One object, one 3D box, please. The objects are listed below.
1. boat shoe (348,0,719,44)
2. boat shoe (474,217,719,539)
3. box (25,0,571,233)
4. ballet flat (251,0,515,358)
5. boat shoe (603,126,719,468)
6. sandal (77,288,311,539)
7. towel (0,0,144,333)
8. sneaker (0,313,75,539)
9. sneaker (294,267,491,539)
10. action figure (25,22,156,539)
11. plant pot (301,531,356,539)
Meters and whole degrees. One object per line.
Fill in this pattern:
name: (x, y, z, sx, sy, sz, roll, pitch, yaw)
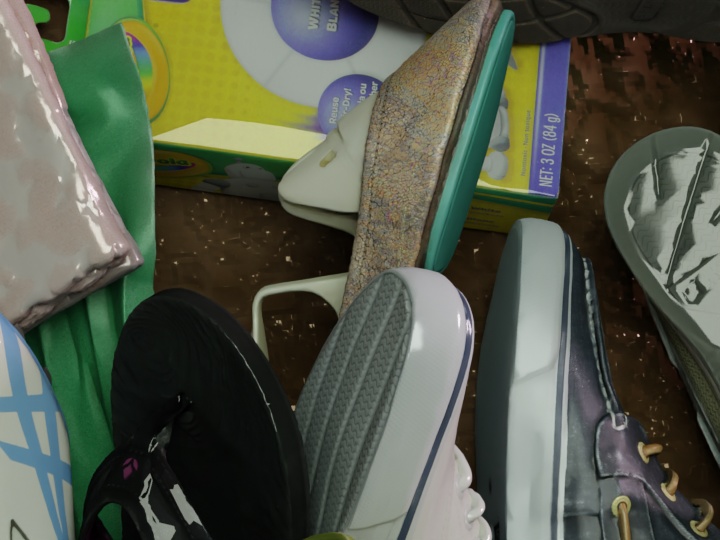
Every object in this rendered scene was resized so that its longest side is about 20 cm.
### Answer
boat shoe: (0.074, -0.124, 0.974, 0.199, 0.076, 0.072, 3, 67, -17)
boat shoe: (0.089, 0.083, 0.956, 0.090, 0.071, 0.201, 2, 79, -8)
box: (-0.025, -0.085, 1.004, 0.199, 0.048, 0.118, 7, 71, -3)
ballet flat: (0.000, 0.000, 0.941, 0.067, 0.068, 0.201, 13, 94, 7)
boat shoe: (0.151, 0.044, 0.977, 0.074, 0.065, 0.202, -33, 80, 1)
sandal: (-0.056, 0.107, 0.874, 0.075, 0.048, 0.201, 12, 108, 35)
towel: (-0.189, -0.037, 0.930, 0.200, 0.032, 0.192, -31, 78, 16)
sneaker: (-0.124, 0.095, 0.876, 0.072, 0.073, 0.201, -7, 105, 7)
sneaker: (0.013, 0.088, 0.901, 0.071, 0.201, 0.073, 4, 31, -20)
action figure: (-0.090, 0.032, 0.938, 0.118, 0.055, 0.201, -21, 85, 32)
plant pot: (0.024, 0.179, 0.820, 0.187, 0.187, 0.200, -43, 102, -17)
